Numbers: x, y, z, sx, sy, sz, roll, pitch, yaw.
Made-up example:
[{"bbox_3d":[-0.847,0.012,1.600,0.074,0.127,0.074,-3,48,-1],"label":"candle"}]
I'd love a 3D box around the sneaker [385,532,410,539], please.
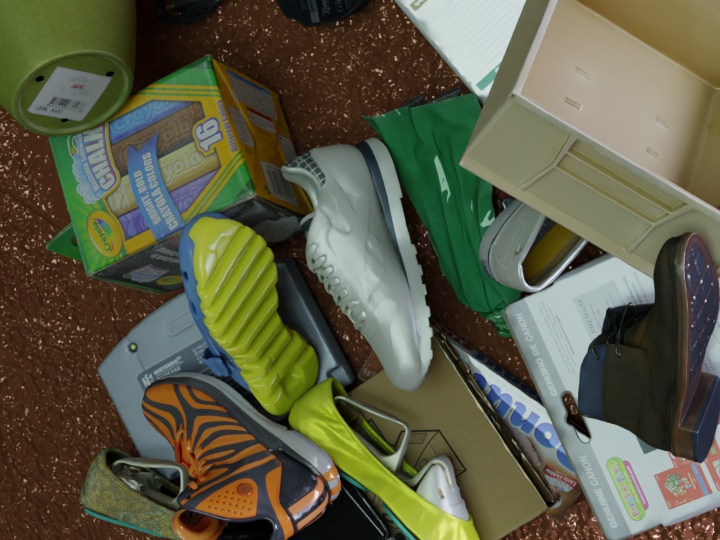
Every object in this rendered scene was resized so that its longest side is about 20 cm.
[{"bbox_3d":[0.013,0.296,1.308,0.081,0.075,0.200,28,125,-17],"label":"sneaker"}]

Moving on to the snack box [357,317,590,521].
[{"bbox_3d":[0.097,0.111,1.297,0.200,0.024,0.072,35,108,12],"label":"snack box"}]

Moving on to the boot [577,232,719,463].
[{"bbox_3d":[0.189,0.050,1.110,0.097,0.075,0.201,12,136,25],"label":"boot"}]

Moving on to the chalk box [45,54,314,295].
[{"bbox_3d":[-0.158,-0.063,1.300,0.199,0.124,0.124,-23,74,18],"label":"chalk box"}]

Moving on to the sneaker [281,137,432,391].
[{"bbox_3d":[0.000,0.000,1.244,0.080,0.076,0.201,-12,74,-17],"label":"sneaker"}]

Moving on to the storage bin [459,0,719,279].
[{"bbox_3d":[0.194,-0.119,1.122,0.198,0.200,0.094,29,145,-9],"label":"storage bin"}]

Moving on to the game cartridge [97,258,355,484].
[{"bbox_3d":[-0.116,0.077,1.360,0.200,0.041,0.133,-29,90,19],"label":"game cartridge"}]

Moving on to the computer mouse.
[{"bbox_3d":[-0.076,-0.226,1.321,0.199,0.034,0.059,0,112,23],"label":"computer mouse"}]

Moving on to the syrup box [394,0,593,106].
[{"bbox_3d":[0.091,-0.194,1.238,0.081,0.079,0.200,-40,83,16],"label":"syrup box"}]

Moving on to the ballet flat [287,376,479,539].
[{"bbox_3d":[0.031,0.156,1.263,0.200,0.067,0.067,39,100,14],"label":"ballet flat"}]

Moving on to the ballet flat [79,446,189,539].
[{"bbox_3d":[-0.137,0.194,1.327,0.199,0.071,0.071,18,101,20],"label":"ballet flat"}]

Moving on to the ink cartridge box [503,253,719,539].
[{"bbox_3d":[0.227,0.077,1.219,0.175,0.084,0.201,-24,87,18],"label":"ink cartridge box"}]

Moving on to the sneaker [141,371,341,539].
[{"bbox_3d":[-0.121,0.152,1.268,0.200,0.112,0.078,22,136,36],"label":"sneaker"}]

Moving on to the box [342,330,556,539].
[{"bbox_3d":[0.034,0.167,1.309,0.200,0.021,0.164,-36,85,27],"label":"box"}]

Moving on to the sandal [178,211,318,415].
[{"bbox_3d":[-0.103,0.031,1.257,0.087,0.080,0.200,24,147,34],"label":"sandal"}]

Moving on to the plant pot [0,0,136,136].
[{"bbox_3d":[-0.247,-0.207,1.258,0.187,0.187,0.200,-36,59,18],"label":"plant pot"}]

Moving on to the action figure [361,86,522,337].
[{"bbox_3d":[0.083,-0.039,1.259,0.118,0.055,0.201,-2,113,49],"label":"action figure"}]

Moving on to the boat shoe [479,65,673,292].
[{"bbox_3d":[0.170,-0.065,1.201,0.200,0.070,0.071,-48,116,-4],"label":"boat shoe"}]

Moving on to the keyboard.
[{"bbox_3d":[-0.075,0.224,1.351,0.200,0.021,0.127,-43,85,28],"label":"keyboard"}]
